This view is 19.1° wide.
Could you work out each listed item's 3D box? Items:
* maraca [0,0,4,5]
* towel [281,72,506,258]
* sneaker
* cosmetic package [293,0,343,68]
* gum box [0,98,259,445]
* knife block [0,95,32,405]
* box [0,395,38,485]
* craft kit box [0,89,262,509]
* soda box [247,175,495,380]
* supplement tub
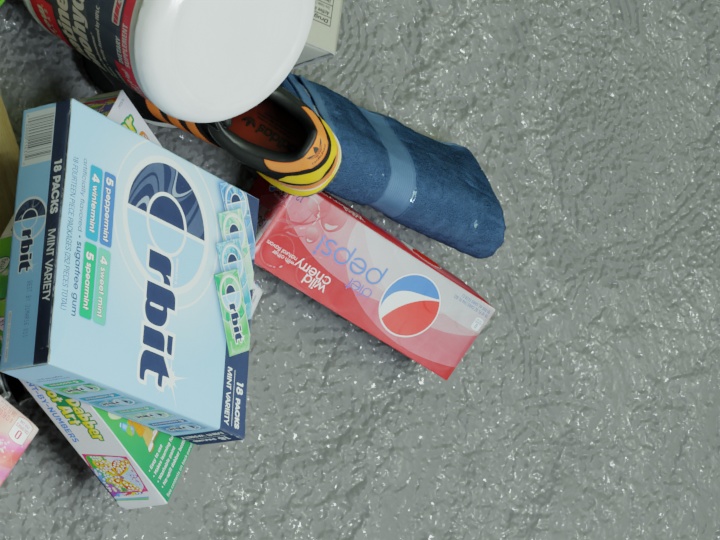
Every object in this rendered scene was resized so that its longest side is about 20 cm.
[{"bbox_3d":[-0.311,-0.223,1.356,0.199,0.137,0.107,27,28,-21],"label":"maraca"},{"bbox_3d":[0.018,-0.079,1.584,0.199,0.112,0.049,24,114,-34],"label":"towel"},{"bbox_3d":[-0.103,-0.123,1.460,0.199,0.090,0.070,29,82,8],"label":"sneaker"},{"bbox_3d":[-0.068,-0.256,1.557,0.103,0.087,0.201,19,71,-34],"label":"cosmetic package"},{"bbox_3d":[-0.143,0.006,1.367,0.200,0.044,0.171,27,60,-52],"label":"gum box"},{"bbox_3d":[-0.239,-0.017,1.411,0.175,0.064,0.201,32,65,-29],"label":"knife block"},{"bbox_3d":[-0.315,0.079,1.321,0.200,0.094,0.103,45,61,-23],"label":"box"},{"bbox_3d":[-0.158,0.019,1.420,0.198,0.048,0.200,54,40,-32],"label":"craft kit box"},{"bbox_3d":[0.000,0.000,1.571,0.200,0.063,0.070,32,96,-29],"label":"soda box"},{"bbox_3d":[-0.138,-0.195,1.400,0.140,0.200,0.141,-26,133,-32],"label":"supplement tub"}]
